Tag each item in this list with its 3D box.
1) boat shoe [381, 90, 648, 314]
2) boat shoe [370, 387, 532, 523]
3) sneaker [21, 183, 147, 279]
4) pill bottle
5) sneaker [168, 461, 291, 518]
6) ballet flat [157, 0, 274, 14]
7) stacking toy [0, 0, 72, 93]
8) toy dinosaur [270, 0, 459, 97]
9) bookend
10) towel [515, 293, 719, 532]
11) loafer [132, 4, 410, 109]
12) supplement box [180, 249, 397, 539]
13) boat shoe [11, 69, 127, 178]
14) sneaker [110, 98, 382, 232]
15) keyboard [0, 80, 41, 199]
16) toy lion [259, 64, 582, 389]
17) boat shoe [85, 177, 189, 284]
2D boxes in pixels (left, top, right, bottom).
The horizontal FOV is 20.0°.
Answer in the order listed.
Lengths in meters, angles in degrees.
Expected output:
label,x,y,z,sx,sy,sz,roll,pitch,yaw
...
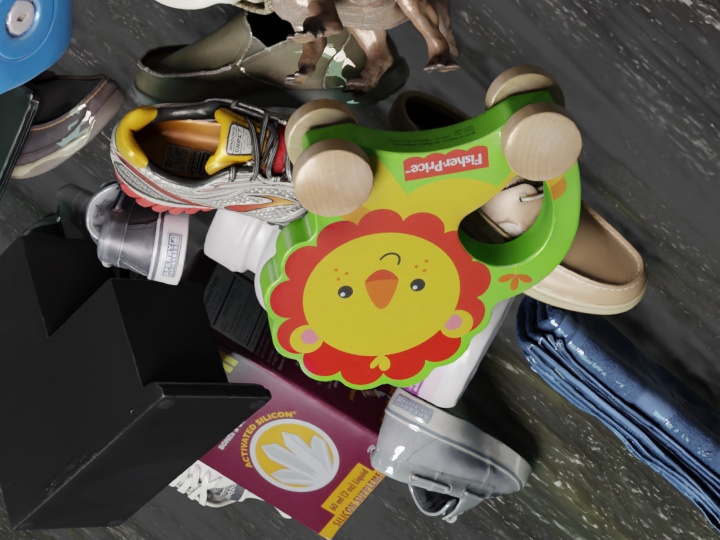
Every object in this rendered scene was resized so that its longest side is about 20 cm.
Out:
label,x,y,z,sx,sy,sz,roll,pitch,yaw
boat shoe,0.098,-0.043,1.294,0.200,0.071,0.065,30,142,6
boat shoe,0.059,0.138,1.446,0.070,0.072,0.201,29,177,30
sneaker,-0.207,0.009,1.567,0.115,0.075,0.200,29,137,19
pill bottle,0.000,0.000,1.372,0.200,0.112,0.112,29,141,6
sneaker,-0.132,0.136,1.571,0.199,0.081,0.076,12,148,-19
ballet flat,-0.130,-0.202,1.280,0.200,0.075,0.068,17,142,20
stacking toy,-0.298,-0.207,1.388,0.200,0.116,0.110,28,135,30
toy dinosaur,-0.006,-0.182,1.204,0.200,0.136,0.086,7,165,-33
bookend,-0.179,0.047,1.405,0.199,0.092,0.200,-41,58,39
towel,0.186,0.090,1.348,0.200,0.112,0.049,38,104,-8
loafer,-0.062,-0.142,1.311,0.199,0.075,0.070,-2,117,29
supplement box,-0.069,0.093,1.501,0.200,0.086,0.110,32,123,-9
boat shoe,-0.251,-0.111,1.459,0.200,0.075,0.073,-13,123,40
sneaker,-0.060,-0.064,1.265,0.199,0.078,0.082,3,167,4
keyboard,-0.295,-0.072,1.450,0.104,0.040,0.200,33,114,8
toy lion,0.036,-0.015,1.241,0.199,0.069,0.192,-10,125,-3
boat shoe,-0.153,-0.037,1.390,0.068,0.200,0.072,10,105,-8
